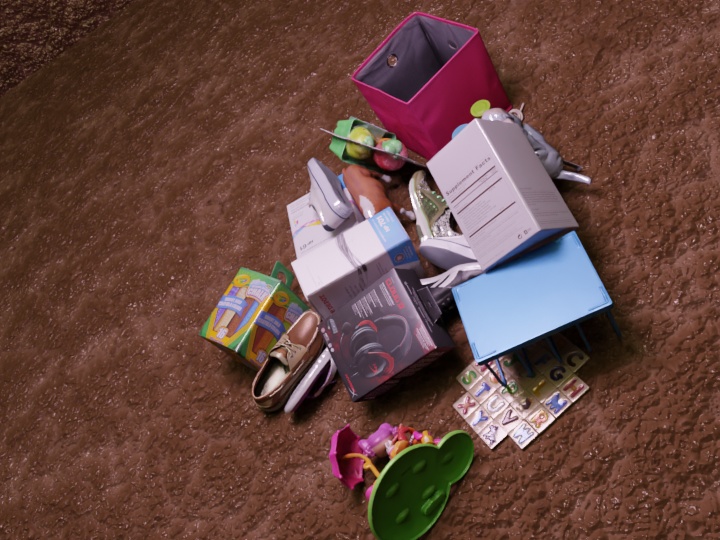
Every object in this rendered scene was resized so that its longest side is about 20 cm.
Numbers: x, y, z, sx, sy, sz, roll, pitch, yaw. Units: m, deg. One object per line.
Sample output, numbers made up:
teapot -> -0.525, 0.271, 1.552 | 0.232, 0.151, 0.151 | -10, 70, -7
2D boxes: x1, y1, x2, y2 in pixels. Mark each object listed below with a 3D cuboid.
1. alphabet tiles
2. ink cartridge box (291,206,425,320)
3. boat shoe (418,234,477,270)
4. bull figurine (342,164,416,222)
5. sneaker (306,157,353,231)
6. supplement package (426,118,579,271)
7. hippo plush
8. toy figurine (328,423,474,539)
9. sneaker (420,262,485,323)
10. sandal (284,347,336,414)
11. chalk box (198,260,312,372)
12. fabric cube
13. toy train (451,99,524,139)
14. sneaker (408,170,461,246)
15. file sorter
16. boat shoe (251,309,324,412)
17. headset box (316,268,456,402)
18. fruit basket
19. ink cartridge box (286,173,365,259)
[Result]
alphabet tiles -> 0.242, 0.171, 1.066 | 0.200, 0.006, 0.166 | -42, 44, -1
ink cartridge box -> 0.000, 0.000, 1.232 | 0.200, 0.147, 0.086 | -28, 58, 1
boat shoe -> 0.202, -0.033, 1.196 | 0.199, 0.074, 0.065 | 13, 60, 20
bull figurine -> 0.032, -0.128, 1.342 | 0.065, 0.121, 0.200 | -48, 50, 30
sneaker -> -0.076, -0.151, 1.358 | 0.071, 0.073, 0.200 | -45, 36, 16
supplement package -> 0.217, -0.117, 1.080 | 0.120, 0.121, 0.200 | -40, 66, 40
hippo plush -> 0.262, -0.173, 1.235 | 0.161, 0.200, 0.159 | -53, 12, 22
toy figurine -> 0.039, 0.281, 1.053 | 0.200, 0.150, 0.184 | -35, 31, -24
sneaker -> 0.148, 0.063, 1.172 | 0.200, 0.073, 0.112 | -17, 54, 31
sandal -> -0.059, 0.176, 1.231 | 0.050, 0.082, 0.203 | 37, 77, 1
chalk box -> -0.185, 0.081, 1.338 | 0.124, 0.125, 0.200 | 17, 70, 41
fabric cube -> 0.143, -0.357, 1.392 | 0.196, 0.199, 0.200 | -47, 45, -4
toy train -> 0.245, -0.279, 1.321 | 0.085, 0.116, 0.200 | 16, 68, 40
sneaker -> 0.146, -0.108, 1.304 | 0.088, 0.077, 0.200 | -16, 57, 11
file sorter -> 0.263, 0.067, 1.038 | 0.200, 0.123, 0.139 | -26, 47, 15
boat shoe -> -0.130, 0.161, 1.265 | 0.076, 0.074, 0.200 | 23, 74, 22
headset box -> 0.047, 0.100, 1.135 | 0.200, 0.075, 0.149 | -37, 68, 26
fruit basket -> 0.045, -0.243, 1.389 | 0.200, 0.185, 0.094 | 20, 97, 44
ink cartridge box -> -0.055, -0.075, 1.395 | 0.144, 0.085, 0.200 | -28, 48, 13
